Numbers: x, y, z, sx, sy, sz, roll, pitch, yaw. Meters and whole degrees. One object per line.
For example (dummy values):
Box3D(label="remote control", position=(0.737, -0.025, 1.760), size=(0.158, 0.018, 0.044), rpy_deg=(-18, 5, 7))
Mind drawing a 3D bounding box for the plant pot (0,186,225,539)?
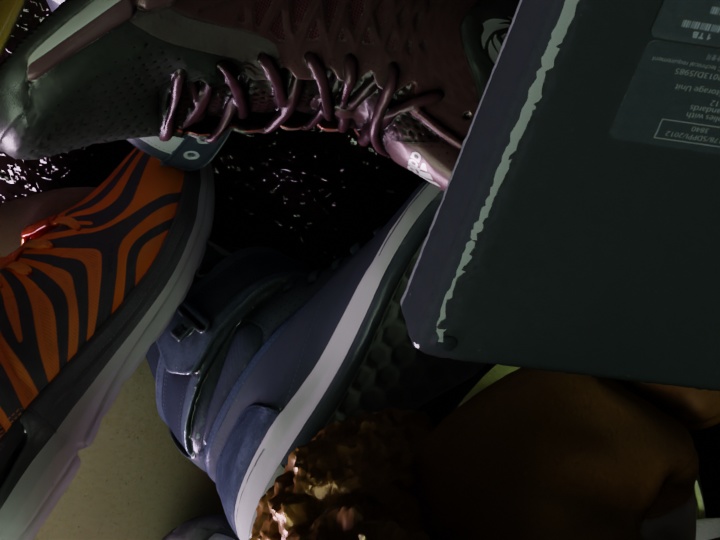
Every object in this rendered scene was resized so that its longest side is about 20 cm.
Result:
Box3D(label="plant pot", position=(-0.120, 0.045, 1.150), size=(0.200, 0.200, 0.135), rpy_deg=(34, 124, 0))

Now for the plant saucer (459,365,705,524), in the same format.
Box3D(label="plant saucer", position=(0.054, 0.061, 1.142), size=(0.200, 0.031, 0.200), rpy_deg=(22, 145, 16))

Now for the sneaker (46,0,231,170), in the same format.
Box3D(label="sneaker", position=(-0.020, -0.077, 1.003), size=(0.200, 0.070, 0.109), rpy_deg=(17, 152, 12))

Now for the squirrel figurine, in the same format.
Box3D(label="squirrel figurine", position=(0.056, 0.132, 0.915), size=(0.200, 0.187, 0.142), rpy_deg=(4, 141, -18))

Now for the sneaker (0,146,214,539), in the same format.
Box3D(label="sneaker", position=(-0.132, 0.005, 1.012), size=(0.112, 0.200, 0.078), rpy_deg=(38, 142, -15))

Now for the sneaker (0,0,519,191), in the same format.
Box3D(label="sneaker", position=(-0.013, -0.058, 0.883), size=(0.116, 0.200, 0.076), rpy_deg=(58, 159, 9))

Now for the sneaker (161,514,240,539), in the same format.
Box3D(label="sneaker", position=(-0.025, 0.110, 1.123), size=(0.079, 0.095, 0.200), rpy_deg=(26, 174, 16))

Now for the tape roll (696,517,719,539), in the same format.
Box3D(label="tape roll", position=(0.168, 0.209, 1.104), size=(0.202, 0.139, 0.203), rpy_deg=(13, 146, 9))

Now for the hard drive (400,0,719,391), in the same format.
Box3D(label="hard drive", position=(0.108, -0.047, 0.851), size=(0.139, 0.033, 0.200), rpy_deg=(7, 128, -18))

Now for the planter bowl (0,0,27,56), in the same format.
Box3D(label="planter bowl", position=(-0.181, -0.067, 0.918), size=(0.083, 0.201, 0.200), rpy_deg=(30, 148, -15))

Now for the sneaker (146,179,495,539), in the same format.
Box3D(label="sneaker", position=(-0.002, 0.000, 1.033), size=(0.077, 0.202, 0.146), rpy_deg=(33, -171, -34))
